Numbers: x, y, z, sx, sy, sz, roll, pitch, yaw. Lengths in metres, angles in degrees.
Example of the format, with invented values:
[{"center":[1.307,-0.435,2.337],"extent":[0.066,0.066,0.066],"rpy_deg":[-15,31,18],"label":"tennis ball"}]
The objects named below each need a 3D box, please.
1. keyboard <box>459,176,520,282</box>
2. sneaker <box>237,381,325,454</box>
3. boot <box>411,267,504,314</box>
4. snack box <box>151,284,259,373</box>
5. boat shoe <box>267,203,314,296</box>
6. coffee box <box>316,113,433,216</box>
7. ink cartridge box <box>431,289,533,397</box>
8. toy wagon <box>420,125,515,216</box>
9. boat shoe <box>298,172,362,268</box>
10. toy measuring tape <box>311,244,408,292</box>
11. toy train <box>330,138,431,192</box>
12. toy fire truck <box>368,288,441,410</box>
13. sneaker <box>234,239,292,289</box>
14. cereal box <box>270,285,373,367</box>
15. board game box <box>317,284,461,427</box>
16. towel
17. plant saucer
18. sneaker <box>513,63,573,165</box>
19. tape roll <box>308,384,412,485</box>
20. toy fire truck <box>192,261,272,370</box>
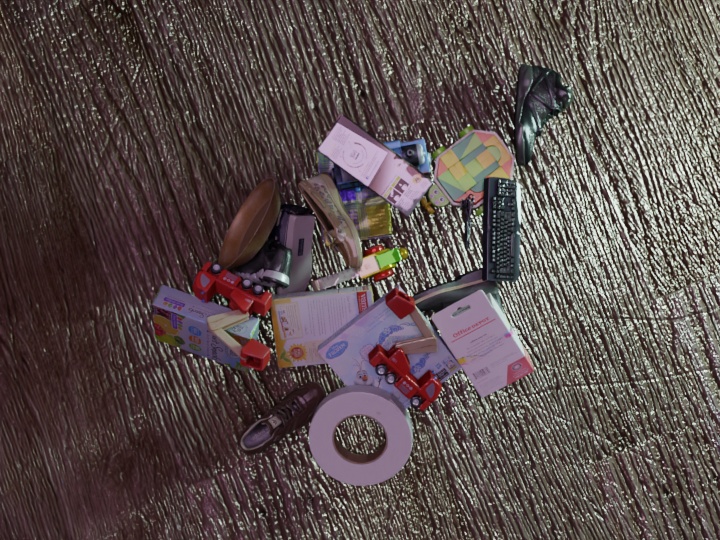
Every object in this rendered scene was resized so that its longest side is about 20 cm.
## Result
[{"center":[0.251,-0.080,1.663],"extent":[0.127,0.021,0.201],"rpy_deg":[2,85,-15],"label":"keyboard"},{"center":[-0.152,0.293,1.685],"extent":[0.200,0.076,0.071],"rpy_deg":[-40,86,1],"label":"sneaker"},{"center":[0.186,0.088,1.684],"extent":[0.199,0.077,0.139],"rpy_deg":[-20,91,3],"label":"boot"},{"center":[-0.298,0.114,1.668],"extent":[0.199,0.142,0.053],"rpy_deg":[19,57,3],"label":"snack box"},{"center":[-0.147,-0.038,1.714],"extent":[0.093,0.075,0.201],"rpy_deg":[26,111,43],"label":"boat shoe"},{"center":[0.025,-0.189,1.549],"extent":[0.200,0.113,0.080],"rpy_deg":[36,97,-5],"label":"coffee box"},{"center":[0.227,0.126,1.636],"extent":[0.116,0.068,0.200],"rpy_deg":[-29,109,13],"label":"ink cartridge box"},{"center":[0.207,-0.184,1.711],"extent":[0.200,0.040,0.155],"rpy_deg":[-37,86,0],"label":"toy wagon"},{"center":[-0.055,-0.089,1.647],"extent":[0.063,0.073,0.200],"rpy_deg":[-20,73,-19],"label":"boat shoe"},{"center":[0.000,0.000,1.692],"extent":[0.199,0.074,0.074],"rpy_deg":[-22,86,-6],"label":"toy measuring tape"},{"center":[0.038,-0.203,1.661],"extent":[0.199,0.114,0.087],"rpy_deg":[-9,87,2],"label":"toy train"},{"center":[0.092,0.147,1.601],"extent":[0.200,0.049,0.141],"rpy_deg":[43,100,-10],"label":"toy fire truck"},{"center":[-0.178,-0.013,1.653],"extent":[0.066,0.200,0.091],"rpy_deg":[22,79,-26],"label":"sneaker"},{"center":[-0.069,0.110,1.687],"extent":[0.199,0.040,0.144],"rpy_deg":[-5,106,0],"label":"cereal box"},{"center":[0.056,0.165,1.661],"extent":[0.200,0.043,0.199],"rpy_deg":[-37,102,9],"label":"board game box"},{"center":[-0.013,-0.152,1.729],"extent":[0.143,0.023,0.201],"rpy_deg":[-4,87,3],"label":"towel"},{"center":[-0.206,-0.084,1.662],"extent":[0.035,0.200,0.201],"rpy_deg":[30,89,-22],"label":"plant saucer"},{"center":[0.356,-0.302,1.692],"extent":[0.114,0.076,0.200],"rpy_deg":[7,82,9],"label":"sneaker"},{"center":[0.001,0.316,1.664],"extent":[0.202,0.037,0.204],"rpy_deg":[1,107,4],"label":"tape roll"},{"center":[-0.233,0.081,1.584],"extent":[0.200,0.049,0.141],"rpy_deg":[26,56,8],"label":"toy fire truck"}]
